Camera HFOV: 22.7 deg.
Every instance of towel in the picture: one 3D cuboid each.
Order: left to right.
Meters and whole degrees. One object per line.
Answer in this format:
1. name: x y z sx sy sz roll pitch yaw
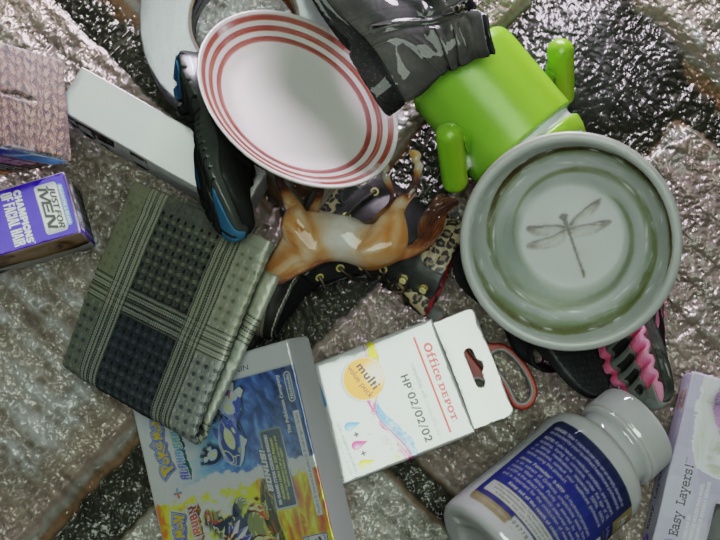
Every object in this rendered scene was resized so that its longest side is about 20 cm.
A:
1. towel: -0.173 0.034 1.651 0.192 0.034 0.201 24 93 36

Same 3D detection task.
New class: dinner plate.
1. dinner plate: -0.058 -0.152 1.622 0.199 0.024 0.201 16 49 -19

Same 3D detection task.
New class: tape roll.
1. tape roll: -0.110 -0.232 1.719 0.199 0.066 0.201 0 84 -2

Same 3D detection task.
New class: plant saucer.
1. plant saucer: 0.191 -0.029 1.626 0.199 0.050 0.201 2 103 7

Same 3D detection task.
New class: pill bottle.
1. pill bottle: 0.185 0.201 1.638 0.200 0.120 0.120 -37 86 -21

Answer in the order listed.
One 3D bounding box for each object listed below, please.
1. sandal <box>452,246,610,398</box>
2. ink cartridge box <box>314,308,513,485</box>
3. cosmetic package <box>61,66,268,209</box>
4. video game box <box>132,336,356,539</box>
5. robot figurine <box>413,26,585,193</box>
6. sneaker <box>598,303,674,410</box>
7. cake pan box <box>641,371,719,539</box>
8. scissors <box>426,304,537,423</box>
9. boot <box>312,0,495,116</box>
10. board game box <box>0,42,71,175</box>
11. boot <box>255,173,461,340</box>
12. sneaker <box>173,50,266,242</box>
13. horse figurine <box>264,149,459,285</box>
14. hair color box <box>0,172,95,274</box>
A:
1. sandal: 0.159 0.047 1.694 0.200 0.048 0.075 43 48 -14
2. ink cartridge box: 0.033 0.119 1.674 0.199 0.068 0.116 -22 85 0
3. cosmetic package: -0.185 -0.115 1.695 0.199 0.083 0.051 30 86 2
4. video game box: -0.110 0.178 1.643 0.182 0.047 0.201 -17 83 28
5. robot figurine: 0.130 -0.147 1.689 0.175 0.116 0.200 -37 85 -26
6. sneaker: 0.264 0.030 1.696 0.095 0.079 0.201 -13 79 -30
7. cake pan box: 0.371 0.213 1.689 0.183 0.052 0.201 16 83 3
8. scissors: 0.094 0.055 1.718 0.073 0.014 0.200 -33 83 3
9. boot: 0.031 -0.251 1.644 0.131 0.070 0.200 -33 80 3
10. board game box: -0.390 -0.137 1.619 0.199 0.159 0.097 -9 83 23
11. boot: 0.000 0.000 1.689 0.150 0.073 0.201 28 77 7
12. sneaker: -0.114 -0.119 1.615 0.081 0.073 0.201 -7 63 -13
13. horse figurine: -0.010 -0.046 1.637 0.199 0.050 0.133 4 72 2
14. hair color box: -0.355 -0.028 1.666 0.199 0.109 0.065 -18 84 -3
